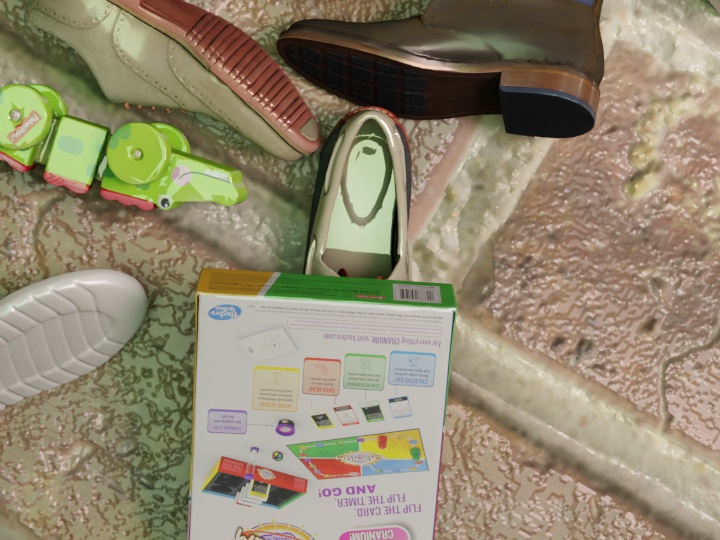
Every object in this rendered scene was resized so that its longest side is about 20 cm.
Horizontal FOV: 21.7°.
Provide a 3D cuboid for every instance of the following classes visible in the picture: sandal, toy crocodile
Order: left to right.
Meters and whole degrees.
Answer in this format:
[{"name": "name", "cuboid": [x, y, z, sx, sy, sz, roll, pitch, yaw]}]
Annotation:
[{"name": "sandal", "cuboid": [-0.228, 0.047, 1.146, 0.203, 0.082, 0.050, -28, 49, 1]}, {"name": "toy crocodile", "cuboid": [-0.166, -0.071, 1.139, 0.200, 0.068, 0.062, 17, 96, 0]}]

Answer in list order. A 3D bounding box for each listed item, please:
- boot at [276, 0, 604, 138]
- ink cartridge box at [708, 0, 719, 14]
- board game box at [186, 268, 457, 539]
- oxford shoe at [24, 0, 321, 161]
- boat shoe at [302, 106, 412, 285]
[{"name": "boot", "cuboid": [0.054, -0.146, 1.154, 0.200, 0.075, 0.097, 13, 66, 7]}, {"name": "ink cartridge box", "cuboid": [0.220, -0.274, 1.133, 0.145, 0.088, 0.200, -41, 90, 0]}, {"name": "board game box", "cuboid": [-0.027, 0.102, 1.128, 0.153, 0.040, 0.200, 4, 111, -2]}, {"name": "oxford shoe", "cuboid": [-0.114, -0.124, 1.147, 0.200, 0.071, 0.074, 39, 111, 1]}, {"name": "boat shoe", "cuboid": [0.000, 0.000, 1.147, 0.071, 0.063, 0.200, 5, 93, -4]}]
